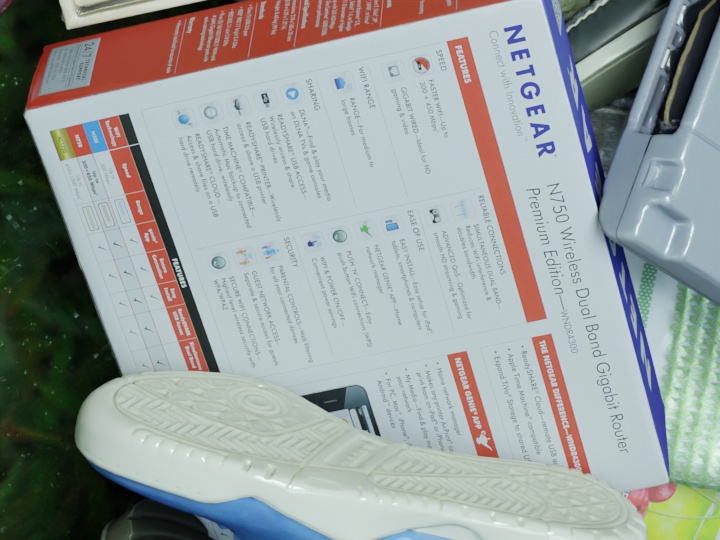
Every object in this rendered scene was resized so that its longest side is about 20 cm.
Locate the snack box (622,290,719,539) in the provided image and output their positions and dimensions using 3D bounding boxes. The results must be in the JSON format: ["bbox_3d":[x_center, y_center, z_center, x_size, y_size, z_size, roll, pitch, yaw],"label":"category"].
[{"bbox_3d":[0.179,0.040,1.128,0.142,0.053,0.200,17,102,-16],"label":"snack box"}]

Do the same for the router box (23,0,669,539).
[{"bbox_3d":[0.000,0.000,0.987,0.179,0.049,0.200,-11,120,10],"label":"router box"}]

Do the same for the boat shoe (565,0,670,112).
[{"bbox_3d":[0.129,-0.130,1.048,0.199,0.075,0.066,-36,82,-13],"label":"boat shoe"}]

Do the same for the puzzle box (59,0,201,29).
[{"bbox_3d":[-0.020,-0.166,0.956,0.200,0.025,0.133,-13,109,1],"label":"puzzle box"}]

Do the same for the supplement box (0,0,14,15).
[{"bbox_3d":[-0.169,-0.127,0.995,0.109,0.061,0.200,43,92,-21],"label":"supplement box"}]

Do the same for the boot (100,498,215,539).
[{"bbox_3d":[-0.112,0.198,1.011,0.073,0.182,0.200,27,124,-39],"label":"boot"}]

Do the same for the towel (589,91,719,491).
[{"bbox_3d":[0.113,0.007,1.072,0.200,0.031,0.149,10,98,9],"label":"towel"}]

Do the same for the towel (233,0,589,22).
[{"bbox_3d":[0.005,-0.171,1.036,0.148,0.036,0.200,-16,109,-7],"label":"towel"}]

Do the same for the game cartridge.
[{"bbox_3d":[0.164,-0.076,0.986,0.133,0.041,0.200,29,77,-34],"label":"game cartridge"}]

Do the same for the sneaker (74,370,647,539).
[{"bbox_3d":[-0.011,0.109,0.979,0.200,0.077,0.111,14,113,-13],"label":"sneaker"}]
